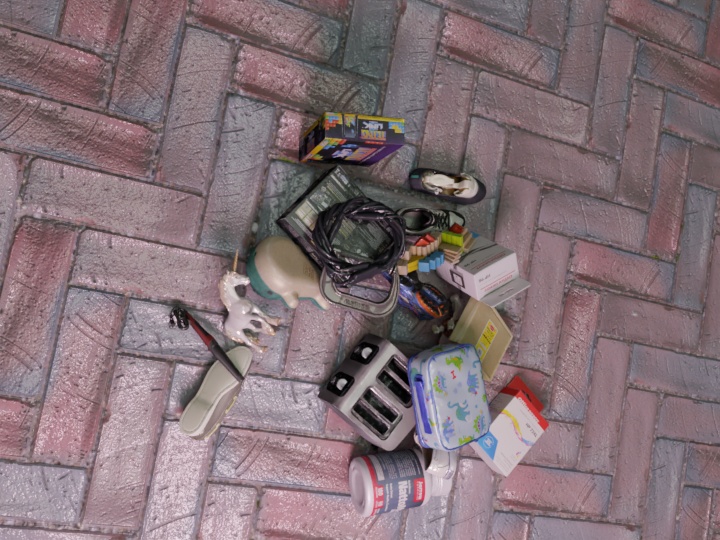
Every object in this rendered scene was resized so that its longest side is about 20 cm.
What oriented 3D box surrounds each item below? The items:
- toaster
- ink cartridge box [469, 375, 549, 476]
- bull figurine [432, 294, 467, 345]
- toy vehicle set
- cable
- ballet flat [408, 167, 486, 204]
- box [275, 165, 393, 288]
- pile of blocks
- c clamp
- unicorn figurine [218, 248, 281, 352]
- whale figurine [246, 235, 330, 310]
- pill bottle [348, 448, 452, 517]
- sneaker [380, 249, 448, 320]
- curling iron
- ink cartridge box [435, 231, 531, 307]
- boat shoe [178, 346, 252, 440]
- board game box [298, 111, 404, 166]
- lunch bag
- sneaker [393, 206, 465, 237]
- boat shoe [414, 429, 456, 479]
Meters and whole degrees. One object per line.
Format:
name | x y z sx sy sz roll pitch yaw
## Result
toaster | 0.040 0.261 1.420 0.200 0.119 0.181 44 76 -13
ink cartridge box | 0.347 0.352 1.553 0.200 0.067 0.116 -45 102 -16
bull figurine | 0.198 0.153 1.491 0.121 0.065 0.202 6 93 -56
toy vehicle set | 0.270 0.149 1.498 0.125 0.026 0.200 -59 137 -17
cable | 0.002 -0.066 1.350 0.199 0.051 0.164 -25 83 -20
ballet flat | 0.207 -0.190 1.522 0.199 0.073 0.074 9 85 -19
box | -0.047 -0.088 1.418 0.200 0.086 0.164 46 75 -13
pile of blocks | 0.162 -0.051 1.435 0.199 0.082 0.062 -26 130 -23
c clamp | 0.000 0.000 1.373 0.199 0.027 0.172 24 82 -17
unicorn figurine | -0.223 0.082 1.309 0.137 0.201 0.074 29 34 0
whale figurine | -0.147 0.019 1.381 0.200 0.103 0.160 33 39 -36
pill bottle | 0.085 0.441 1.428 0.199 0.119 0.121 -4 89 -20
sneaker | 0.096 0.038 1.473 0.200 0.078 0.075 47 49 5
curling iron | -0.300 0.148 1.322 0.200 0.026 0.050 43 53 5
ink cartridge box | 0.259 -0.007 1.460 0.115 0.200 0.067 -27 121 -19
boat shoe | -0.277 0.242 1.339 0.202 0.072 0.060 -56 150 -20
board game box | -0.023 -0.261 1.373 0.164 0.200 0.057 2 86 -19
lunch bag | 0.175 0.251 1.362 0.160 0.082 0.201 -12 92 -39
sneaker | 0.152 -0.102 1.490 0.199 0.088 0.076 -3 87 -21
boat shoe | 0.149 0.348 1.430 0.069 0.201 0.071 17 125 -15
